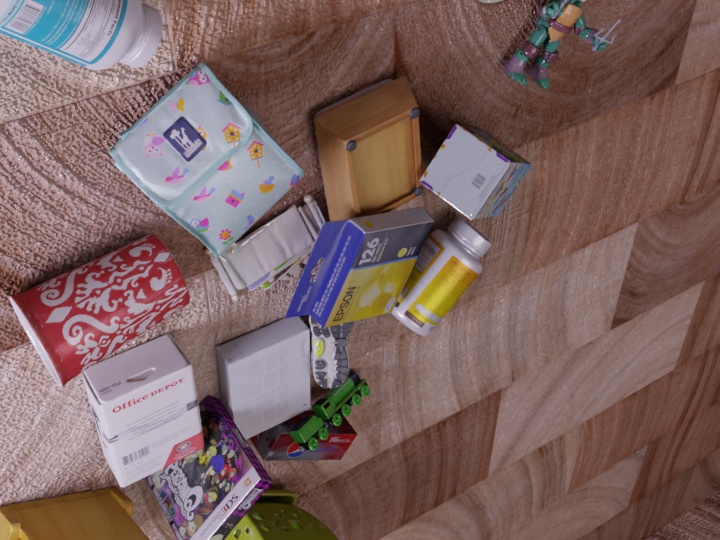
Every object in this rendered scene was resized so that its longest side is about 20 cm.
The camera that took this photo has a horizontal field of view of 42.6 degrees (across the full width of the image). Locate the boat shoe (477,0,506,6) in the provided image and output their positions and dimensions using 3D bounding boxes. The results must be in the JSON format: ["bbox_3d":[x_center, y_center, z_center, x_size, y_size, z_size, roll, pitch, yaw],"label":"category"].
[{"bbox_3d":[0.233,-0.461,1.309,0.202,0.075,0.075,-42,128,-12],"label":"boat shoe"}]

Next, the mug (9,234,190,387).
[{"bbox_3d":[-0.346,0.044,1.233,0.199,0.177,0.134,-31,103,-22],"label":"mug"}]

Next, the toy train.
[{"bbox_3d":[-0.054,0.250,1.661,0.200,0.042,0.057,-41,107,-41],"label":"toy train"}]

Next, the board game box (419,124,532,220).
[{"bbox_3d":[0.184,-0.153,1.443,0.105,0.103,0.200,-57,167,15],"label":"board game box"}]

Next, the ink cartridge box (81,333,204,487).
[{"bbox_3d":[-0.327,0.213,1.403,0.146,0.083,0.201,-23,137,-25],"label":"ink cartridge box"}]

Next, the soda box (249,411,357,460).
[{"bbox_3d":[-0.103,0.303,1.696,0.199,0.063,0.070,11,117,-46],"label":"soda box"}]

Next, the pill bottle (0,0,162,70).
[{"bbox_3d":[-0.306,-0.279,0.961,0.199,0.111,0.111,17,113,-48],"label":"pill bottle"}]

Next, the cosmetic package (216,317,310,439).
[{"bbox_3d":[-0.159,0.183,1.549,0.150,0.052,0.201,-20,136,-24],"label":"cosmetic package"}]

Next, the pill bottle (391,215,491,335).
[{"bbox_3d":[0.135,0.007,1.601,0.200,0.109,0.109,-51,141,9],"label":"pill bottle"}]

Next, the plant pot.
[{"bbox_3d":[-0.188,0.522,1.724,0.198,0.182,0.201,15,114,-46],"label":"plant pot"}]

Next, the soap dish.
[{"bbox_3d":[0.018,-0.168,1.366,0.157,0.081,0.201,-28,138,-19],"label":"soap dish"}]

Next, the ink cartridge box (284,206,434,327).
[{"bbox_3d":[0.000,0.000,1.420,0.199,0.047,0.198,-14,141,-40],"label":"ink cartridge box"}]

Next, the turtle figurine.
[{"bbox_3d":[0.313,-0.376,1.423,0.149,0.101,0.200,12,132,-30],"label":"turtle figurine"}]

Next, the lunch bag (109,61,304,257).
[{"bbox_3d":[-0.197,-0.144,1.172,0.170,0.122,0.200,-42,133,1],"label":"lunch bag"}]

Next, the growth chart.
[{"bbox_3d":[-0.131,-0.030,1.409,0.199,0.018,0.145,-31,140,-16],"label":"growth chart"}]

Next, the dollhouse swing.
[{"bbox_3d":[-0.450,0.447,1.435,0.199,0.176,0.183,0,124,-42],"label":"dollhouse swing"}]

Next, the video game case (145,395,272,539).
[{"bbox_3d":[-0.250,0.334,1.487,0.182,0.200,0.036,-49,139,8],"label":"video game case"}]

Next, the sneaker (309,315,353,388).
[{"bbox_3d":[-0.058,0.096,1.545,0.077,0.080,0.202,2,107,-16],"label":"sneaker"}]
